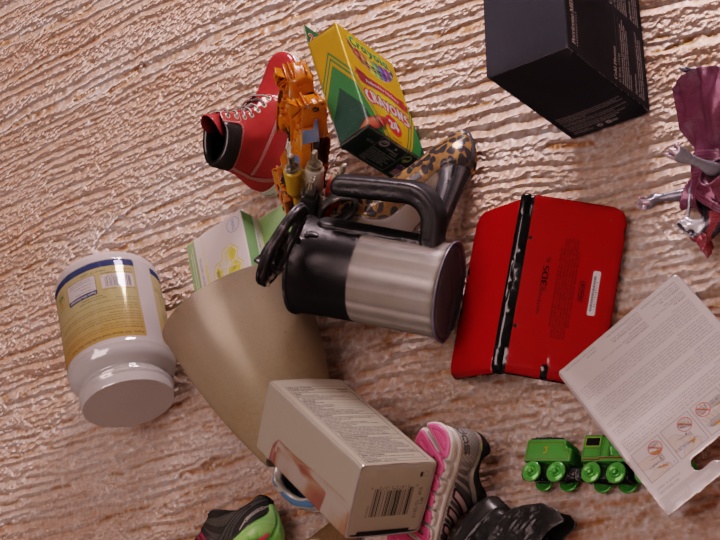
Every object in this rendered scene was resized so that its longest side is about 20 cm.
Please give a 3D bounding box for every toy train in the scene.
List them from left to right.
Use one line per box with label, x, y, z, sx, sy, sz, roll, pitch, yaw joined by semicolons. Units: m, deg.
toy train;0.253;0.196;1.472;0.199;0.042;0.057;-6;58;38

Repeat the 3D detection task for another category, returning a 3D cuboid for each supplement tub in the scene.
supplement tub;-0.323;0.092;1.914;0.144;0.144;0.201;-33;54;25

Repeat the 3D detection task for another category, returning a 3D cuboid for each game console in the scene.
game console;0.196;0.029;1.599;0.171;0.119;0.201;9;77;9

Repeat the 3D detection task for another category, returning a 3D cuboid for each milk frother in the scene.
milk frother;0.000;0.000;1.599;0.187;0.200;0.182;10;120;19

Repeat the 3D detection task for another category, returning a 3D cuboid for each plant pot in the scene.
plant pot;-0.112;0.125;1.725;0.187;0.187;0.201;-37;67;22

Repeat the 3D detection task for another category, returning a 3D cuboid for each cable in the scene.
cable;-0.056;-0.058;1.747;0.201;0.096;0.051;105;177;-47

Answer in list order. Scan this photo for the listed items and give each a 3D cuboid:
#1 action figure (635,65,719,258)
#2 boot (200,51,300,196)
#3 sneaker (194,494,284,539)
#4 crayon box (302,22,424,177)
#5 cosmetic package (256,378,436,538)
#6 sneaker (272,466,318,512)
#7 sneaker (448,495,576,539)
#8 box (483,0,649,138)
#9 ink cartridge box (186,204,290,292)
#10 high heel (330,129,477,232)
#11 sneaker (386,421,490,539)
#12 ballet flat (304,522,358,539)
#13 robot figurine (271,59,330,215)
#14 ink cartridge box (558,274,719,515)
action figure;0.370;-0.112;1.483;0.148;0.134;0.202;3;86;-4
boot;-0.142;-0.214;1.889;0.072;0.144;0.201;-5;68;40
sneaker;-0.169;0.338;1.749;0.199;0.077;0.084;-31;38;22
crayon box;0.004;-0.219;1.782;0.051;0.127;0.201;-34;55;24
cosmetic package;-0.019;0.199;1.555;0.200;0.103;0.088;38;120;51
sneaker;-0.016;0.244;1.651;0.199;0.072;0.072;-7;66;36
sneaker;0.134;0.315;1.506;0.200;0.060;0.104;-56;44;3
box;0.224;-0.279;1.588;0.104;0.182;0.201;-17;62;34
ink cartridge box;-0.132;-0.015;1.866;0.199;0.048;0.146;-33;54;28
high heel;0.051;-0.106;1.749;0.199;0.071;0.143;5;65;43
sneaker;0.091;0.253;1.561;0.074;0.087;0.201;36;120;48
ballet flat;-0.078;0.364;1.652;0.200;0.072;0.068;-53;49;9
robot figurine;-0.074;-0.148;1.779;0.145;0.058;0.201;-113;20;-49
ink cartridge box;0.314;0.126;1.429;0.161;0.050;0.200;-40;54;7
